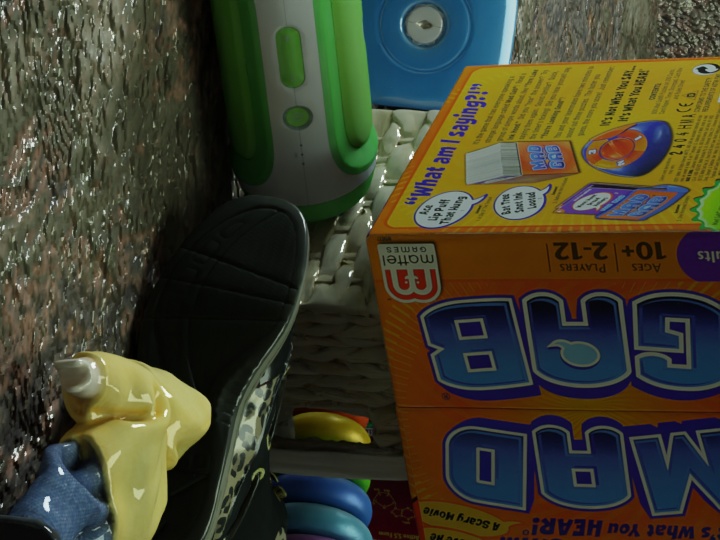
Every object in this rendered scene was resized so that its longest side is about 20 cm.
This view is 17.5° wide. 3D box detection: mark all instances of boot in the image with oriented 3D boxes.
[{"bbox_3d":[-0.069,0.078,1.215,0.154,0.073,0.204,71,33,-64],"label":"boot"}]

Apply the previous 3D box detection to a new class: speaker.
[{"bbox_3d":[-0.037,-0.126,1.243,0.089,0.088,0.201,-70,160,-48],"label":"speaker"}]

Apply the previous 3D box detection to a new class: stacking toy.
[{"bbox_3d":[-0.023,0.120,1.420,0.086,0.085,0.201,74,21,-57],"label":"stacking toy"},{"bbox_3d":[0.045,-0.168,1.578,0.200,0.115,0.110,-70,167,-82],"label":"stacking toy"}]

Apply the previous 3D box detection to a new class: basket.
[{"bbox_3d":[-0.003,0.007,1.340,0.200,0.135,0.124,-69,155,-48],"label":"basket"}]

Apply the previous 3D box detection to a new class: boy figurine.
[{"bbox_3d":[-0.118,0.088,1.025,0.200,0.064,0.125,-61,152,-62],"label":"boy figurine"}]

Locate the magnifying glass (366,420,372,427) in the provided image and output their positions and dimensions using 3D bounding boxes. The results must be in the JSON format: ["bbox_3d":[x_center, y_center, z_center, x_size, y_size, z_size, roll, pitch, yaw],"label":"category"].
[{"bbox_3d":[0.000,0.000,1.497,0.022,0.079,0.201,22,63,-73],"label":"magnifying glass"}]

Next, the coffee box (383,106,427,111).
[{"bbox_3d":[0.054,-0.073,1.733,0.200,0.044,0.124,7,89,-76],"label":"coffee box"}]

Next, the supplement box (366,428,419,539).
[{"bbox_3d":[0.050,0.173,1.670,0.061,0.108,0.201,-66,156,-55],"label":"supplement box"}]

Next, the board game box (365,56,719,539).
[{"bbox_3d":[0.138,0.020,1.238,0.200,0.199,0.201,-60,145,-55],"label":"board game box"}]
